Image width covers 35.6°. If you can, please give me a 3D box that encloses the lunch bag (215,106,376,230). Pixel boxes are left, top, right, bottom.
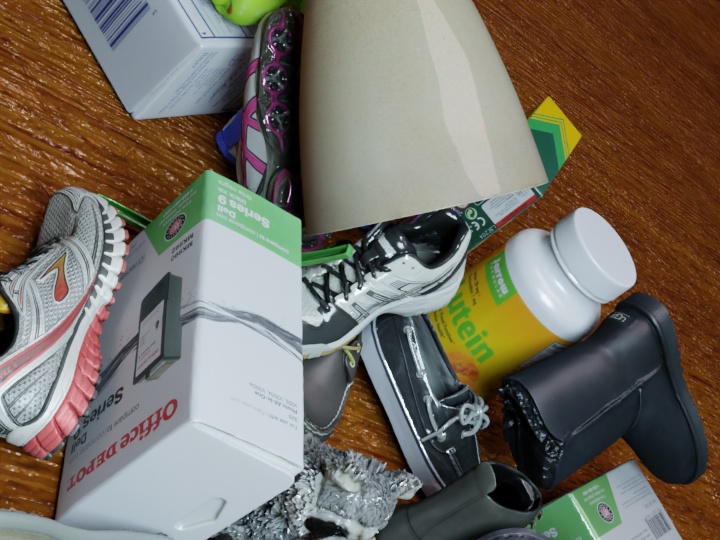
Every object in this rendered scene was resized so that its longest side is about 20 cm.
[{"bbox_3d":[-0.009,-0.141,1.019,0.199,0.170,0.124,13,46,-45],"label":"lunch bag"}]

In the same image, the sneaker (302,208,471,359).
[{"bbox_3d":[0.000,0.000,0.861,0.199,0.088,0.076,-21,59,-33],"label":"sneaker"}]

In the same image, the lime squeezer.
[{"bbox_3d":[-0.100,-0.019,0.855,0.199,0.071,0.038,12,43,10],"label":"lime squeezer"}]

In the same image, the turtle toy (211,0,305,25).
[{"bbox_3d":[-0.053,-0.278,0.938,0.101,0.146,0.201,32,62,-11],"label":"turtle toy"}]

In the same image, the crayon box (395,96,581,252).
[{"bbox_3d":[0.101,-0.062,1.053,0.058,0.200,0.173,50,32,-3],"label":"crayon box"}]

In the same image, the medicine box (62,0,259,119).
[{"bbox_3d":[-0.152,-0.241,1.001,0.200,0.103,0.183,-16,71,-57],"label":"medicine box"}]

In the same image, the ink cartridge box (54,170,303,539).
[{"bbox_3d":[-0.111,0.060,0.712,0.084,0.146,0.201,30,37,-32],"label":"ink cartridge box"}]

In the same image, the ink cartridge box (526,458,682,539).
[{"bbox_3d":[0.237,0.284,0.991,0.146,0.084,0.201,-6,63,-54],"label":"ink cartridge box"}]

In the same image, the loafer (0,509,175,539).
[{"bbox_3d":[-0.169,0.175,0.591,0.200,0.075,0.070,15,43,-44],"label":"loafer"}]

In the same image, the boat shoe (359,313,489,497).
[{"bbox_3d":[0.071,0.120,0.939,0.074,0.068,0.200,-21,86,-62],"label":"boat shoe"}]

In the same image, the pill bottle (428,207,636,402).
[{"bbox_3d":[0.145,0.032,1.015,0.111,0.200,0.111,32,36,-28],"label":"pill bottle"}]

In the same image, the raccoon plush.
[{"bbox_3d":[-0.050,0.109,0.751,0.097,0.134,0.201,-5,63,-52],"label":"raccoon plush"}]

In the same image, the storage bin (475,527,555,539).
[{"bbox_3d":[0.132,0.277,0.815,0.200,0.135,0.094,29,39,-32],"label":"storage bin"}]

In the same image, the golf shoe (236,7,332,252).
[{"bbox_3d":[-0.074,-0.111,0.913,0.072,0.092,0.201,-8,102,-40],"label":"golf shoe"}]

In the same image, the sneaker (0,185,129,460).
[{"bbox_3d":[-0.201,0.016,0.706,0.082,0.078,0.201,30,37,-28],"label":"sneaker"}]

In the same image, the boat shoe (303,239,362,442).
[{"bbox_3d":[-0.032,0.054,0.900,0.072,0.061,0.202,34,36,-27],"label":"boat shoe"}]

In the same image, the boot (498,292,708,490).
[{"bbox_3d":[0.205,0.138,0.960,0.168,0.076,0.201,-31,119,-21],"label":"boot"}]

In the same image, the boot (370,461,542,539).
[{"bbox_3d":[0.109,0.205,0.857,0.200,0.138,0.078,17,45,-44],"label":"boot"}]

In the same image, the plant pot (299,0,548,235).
[{"bbox_3d":[0.030,-0.144,0.841,0.187,0.187,0.201,-17,96,-56],"label":"plant pot"}]
